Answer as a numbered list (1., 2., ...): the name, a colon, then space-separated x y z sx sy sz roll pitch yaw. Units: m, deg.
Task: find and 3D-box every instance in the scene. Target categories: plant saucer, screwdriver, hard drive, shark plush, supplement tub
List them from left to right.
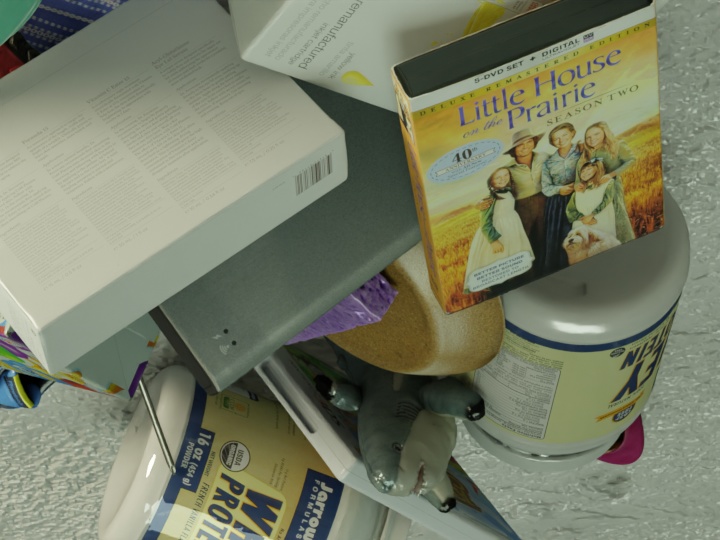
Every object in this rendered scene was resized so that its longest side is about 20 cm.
1. screwdriver: -0.153 0.048 1.571 0.028 0.029 0.201 -1 122 35
2. supplement tub: -0.074 0.166 1.695 0.199 0.145 0.145 21 140 -12
3. hard drive: -0.047 -0.043 1.351 0.200 0.140 0.033 -37 -178 -19
4. plant saucer: 0.000 0.000 1.477 0.200 0.035 0.201 31 150 20
5. shark plush: 0.010 0.073 1.561 0.083 0.201 0.091 -3 138 -27
6. supplement tub: 0.131 0.030 1.541 0.144 0.146 0.200 -1 146 -4

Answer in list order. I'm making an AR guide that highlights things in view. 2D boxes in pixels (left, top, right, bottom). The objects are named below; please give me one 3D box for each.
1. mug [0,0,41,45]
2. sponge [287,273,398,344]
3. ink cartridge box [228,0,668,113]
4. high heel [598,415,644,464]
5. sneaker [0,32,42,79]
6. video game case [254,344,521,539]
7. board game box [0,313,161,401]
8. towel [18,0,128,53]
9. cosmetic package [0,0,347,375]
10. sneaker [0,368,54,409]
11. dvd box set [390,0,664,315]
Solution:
1. mug: -0.234 -0.171 1.211 0.184 0.153 0.114 -23 144 38
2. sponge: -0.069 -0.001 1.484 0.112 0.030 0.200 45 151 -17
3. ink cartridge box: 0.047 -0.160 1.284 0.199 0.084 0.145 16 134 -33
4. high heel: 0.157 0.123 1.722 0.067 0.097 0.200 -22 141 26
5. sneaker: -0.214 -0.096 1.363 0.199 0.080 0.095 26 160 -27
6. video game case: 0.016 0.124 1.653 0.200 0.182 0.022 33 101 -40
7. board game box: -0.214 0.000 1.425 0.199 0.103 0.105 10 163 47
8. towel: -0.144 -0.177 1.322 0.144 0.024 0.200 16 141 -25
9. cosmetic package: -0.130 -0.058 1.272 0.200 0.151 0.052 -34 153 -18
10. sneaker: -0.262 0.065 1.621 0.199 0.079 0.066 -22 144 28
11. dvd box set: 0.098 -0.066 1.311 0.146 0.029 0.200 -21 144 -7
